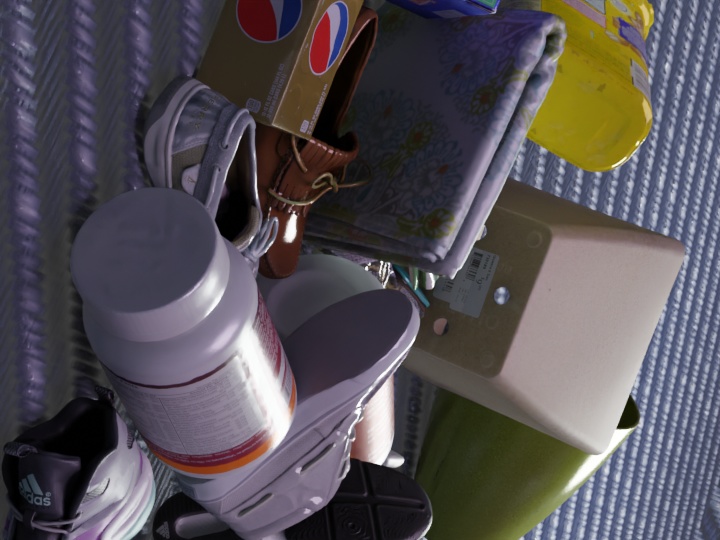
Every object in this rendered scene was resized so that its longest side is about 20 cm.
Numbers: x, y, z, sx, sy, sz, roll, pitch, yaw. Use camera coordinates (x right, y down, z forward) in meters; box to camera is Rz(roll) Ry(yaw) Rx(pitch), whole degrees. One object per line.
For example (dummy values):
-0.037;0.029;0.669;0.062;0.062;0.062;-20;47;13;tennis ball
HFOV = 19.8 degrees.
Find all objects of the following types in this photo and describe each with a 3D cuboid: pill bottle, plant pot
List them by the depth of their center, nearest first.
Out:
-0.110;0.040;1.294;0.110;0.109;0.200;-58;154;-24;pill bottle
-0.030;0.093;1.537;0.112;0.112;0.200;-52;153;-36;pill bottle
0.124;0.022;1.758;0.177;0.200;0.200;20;92;-57;plant pot
0.132;0.170;1.955;0.200;0.187;0.187;-59;162;19;plant pot

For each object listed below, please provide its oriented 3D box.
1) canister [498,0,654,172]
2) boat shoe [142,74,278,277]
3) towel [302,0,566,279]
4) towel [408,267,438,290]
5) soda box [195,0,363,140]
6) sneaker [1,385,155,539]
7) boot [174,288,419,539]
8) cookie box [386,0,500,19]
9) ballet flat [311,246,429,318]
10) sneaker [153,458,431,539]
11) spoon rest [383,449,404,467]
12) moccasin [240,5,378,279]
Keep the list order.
0.152;-0.173;1.577;0.087;0.148;0.200;-52;-165;28;canister
-0.090;-0.041;1.328;0.074;0.065;0.202;-53;155;-32;boat shoe
0.043;-0.097;1.453;0.048;0.171;0.200;34;77;-43;towel
0.058;-0.106;1.588;0.153;0.023;0.200;83;15;-51;towel
-0.035;-0.190;1.319;0.200;0.064;0.068;-69;159;2;soda box
-0.199;0.157;1.259;0.140;0.078;0.200;81;27;-51;sneaker
-0.029;0.101;1.417;0.200;0.074;0.096;-38;135;2;boot
0.073;-0.273;1.375;0.200;0.075;0.171;-68;-165;0;cookie box
0.000;0.000;1.606;0.072;0.072;0.200;-62;158;-14;ballet flat
-0.052;0.197;1.514;0.115;0.200;0.076;99;-16;-60;sneaker
-0.043;0.223;1.730;0.200;0.061;0.099;-56;158;6;spoon rest
-0.032;-0.087;1.405;0.074;0.078;0.202;-11;120;-65;moccasin
